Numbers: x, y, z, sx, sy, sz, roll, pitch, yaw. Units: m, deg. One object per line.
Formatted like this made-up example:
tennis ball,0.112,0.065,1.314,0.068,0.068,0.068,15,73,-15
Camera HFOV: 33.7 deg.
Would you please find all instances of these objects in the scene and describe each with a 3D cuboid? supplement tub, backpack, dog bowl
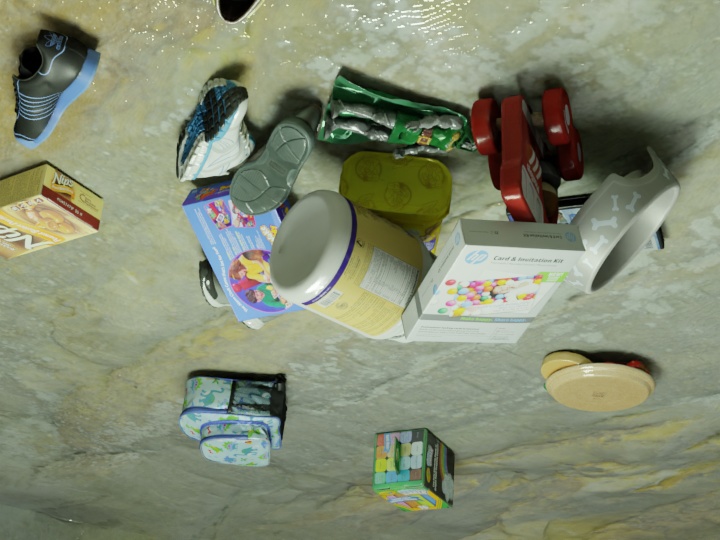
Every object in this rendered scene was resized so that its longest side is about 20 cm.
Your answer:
supplement tub,0.000,0.000,1.495,0.199,0.147,0.145,26,146,-35
backpack,-0.246,0.284,2.270,0.197,0.149,0.184,8,150,1
dog bowl,0.320,-0.056,1.478,0.059,0.200,0.201,42,159,18

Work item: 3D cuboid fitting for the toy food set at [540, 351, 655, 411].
toy food set,0.419,0.198,2.096,0.197,0.049,0.198,-3,152,15

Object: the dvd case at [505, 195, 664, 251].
dvd case,0.314,-0.060,1.654,0.197,0.018,0.143,-5,150,21

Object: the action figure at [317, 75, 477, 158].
action figure,0.056,-0.174,1.450,0.197,0.055,0.118,7,150,-13

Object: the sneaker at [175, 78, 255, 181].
sneaker,-0.165,-0.175,1.481,0.085,0.076,0.200,2,159,-25

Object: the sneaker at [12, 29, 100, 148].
sneaker,-0.385,-0.220,1.424,0.077,0.071,0.199,26,140,-27

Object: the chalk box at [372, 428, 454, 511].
chalk box,0.101,0.410,2.474,0.122,0.126,0.200,-10,148,26

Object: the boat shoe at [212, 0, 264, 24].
boat shoe,-0.100,-0.322,1.181,0.071,0.060,0.200,16,151,-20

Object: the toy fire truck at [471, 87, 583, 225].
toy fire truck,0.201,-0.109,1.416,0.110,0.170,0.200,-5,151,20

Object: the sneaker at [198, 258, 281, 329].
sneaker,-0.185,0.027,1.862,0.078,0.075,0.200,-20,151,24

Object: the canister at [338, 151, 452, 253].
canister,0.041,-0.069,1.612,0.146,0.088,0.201,6,154,0

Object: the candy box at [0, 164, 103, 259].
candy box,-0.480,-0.082,1.709,0.198,0.056,0.115,-14,147,32

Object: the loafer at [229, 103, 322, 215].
loafer,-0.101,-0.139,1.509,0.072,0.063,0.200,40,140,-6

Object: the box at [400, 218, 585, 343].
box,0.152,0.017,1.401,0.154,0.042,0.201,2,143,-21

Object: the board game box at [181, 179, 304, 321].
board game box,-0.146,-0.031,1.656,0.133,0.045,0.202,-10,120,22
